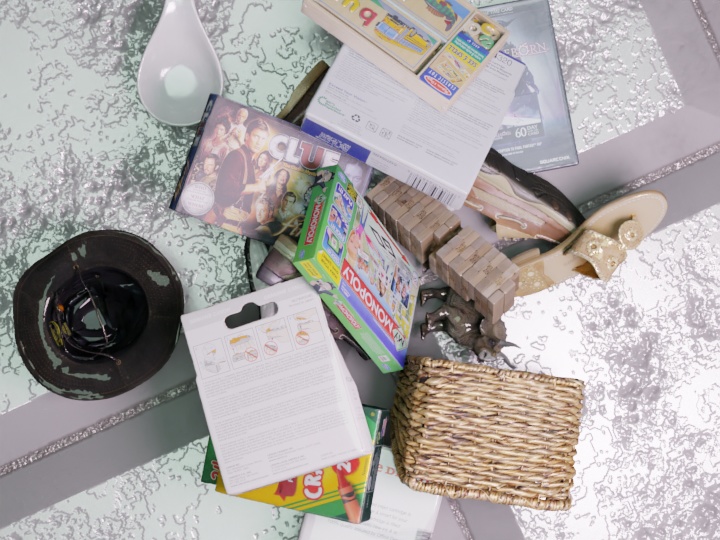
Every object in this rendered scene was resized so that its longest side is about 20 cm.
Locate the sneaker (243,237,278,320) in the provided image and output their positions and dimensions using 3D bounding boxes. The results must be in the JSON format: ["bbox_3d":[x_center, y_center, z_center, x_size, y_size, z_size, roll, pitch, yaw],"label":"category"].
[{"bbox_3d":[-0.081,0.052,1.744,0.079,0.074,0.201,-9,89,-7],"label":"sneaker"}]

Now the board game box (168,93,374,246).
[{"bbox_3d":[-0.095,-0.097,1.695,0.200,0.035,0.136,19,91,-20],"label":"board game box"}]

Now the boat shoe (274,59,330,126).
[{"bbox_3d":[-0.080,-0.146,1.745,0.070,0.070,0.200,40,88,3],"label":"boat shoe"}]

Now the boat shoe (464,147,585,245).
[{"bbox_3d":[0.176,-0.074,1.753,0.200,0.076,0.074,33,114,-14],"label":"boat shoe"}]

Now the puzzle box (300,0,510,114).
[{"bbox_3d":[0.050,-0.275,1.691,0.200,0.025,0.133,36,60,6],"label":"puzzle box"}]

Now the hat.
[{"bbox_3d":[-0.288,0.051,1.734,0.200,0.081,0.201,0,88,7],"label":"hat"}]

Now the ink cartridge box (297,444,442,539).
[{"bbox_3d":[0.006,0.294,1.734,0.146,0.084,0.201,16,88,1],"label":"ink cartridge box"}]

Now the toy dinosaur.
[{"bbox_3d":[0.121,0.033,1.756,0.102,0.077,0.200,1,57,-5],"label":"toy dinosaur"}]

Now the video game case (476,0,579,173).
[{"bbox_3d":[0.166,-0.209,1.781,0.142,0.019,0.201,-10,90,-2],"label":"video game case"}]

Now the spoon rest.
[{"bbox_3d":[-0.206,-0.264,1.749,0.099,0.061,0.201,0,88,-2],"label":"spoon rest"}]

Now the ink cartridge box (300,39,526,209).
[{"bbox_3d":[0.061,-0.190,1.686,0.196,0.043,0.200,27,58,0],"label":"ink cartridge box"}]

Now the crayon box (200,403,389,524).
[{"bbox_3d":[-0.079,0.195,1.681,0.199,0.051,0.127,10,88,14],"label":"crayon box"}]

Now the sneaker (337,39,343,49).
[{"bbox_3d":[0.060,-0.204,1.750,0.099,0.078,0.200,-30,91,-5],"label":"sneaker"}]

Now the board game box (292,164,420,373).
[{"bbox_3d":[0.000,0.000,1.673,0.029,0.200,0.135,-13,46,28],"label":"board game box"}]

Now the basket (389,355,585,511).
[{"bbox_3d":[0.134,0.180,1.709,0.199,0.143,0.149,8,86,-11],"label":"basket"}]

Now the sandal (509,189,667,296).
[{"bbox_3d":[0.256,-0.008,1.713,0.211,0.070,0.078,-27,135,20],"label":"sandal"}]

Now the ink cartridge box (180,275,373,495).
[{"bbox_3d":[-0.091,0.122,1.640,0.161,0.050,0.200,-18,80,11],"label":"ink cartridge box"}]

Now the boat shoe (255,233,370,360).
[{"bbox_3d":[-0.047,0.041,1.697,0.065,0.072,0.200,-43,130,-4],"label":"boat shoe"}]

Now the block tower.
[{"bbox_3d":[0.095,-0.029,1.719,0.054,0.058,0.200,-41,67,-17],"label":"block tower"}]
